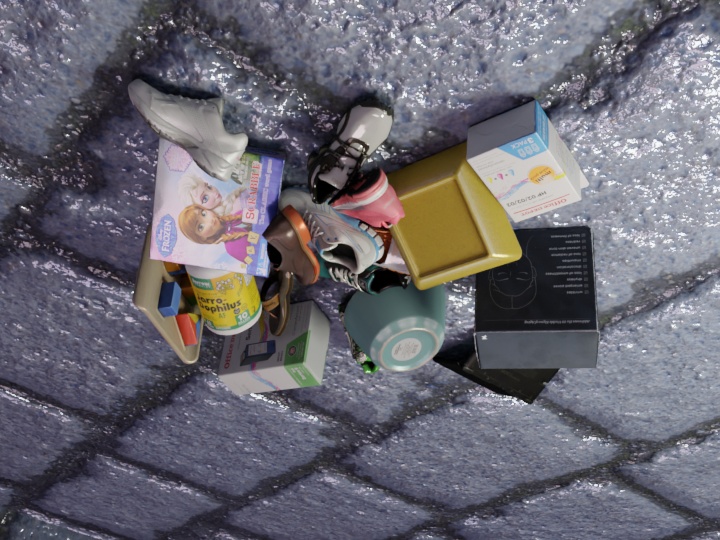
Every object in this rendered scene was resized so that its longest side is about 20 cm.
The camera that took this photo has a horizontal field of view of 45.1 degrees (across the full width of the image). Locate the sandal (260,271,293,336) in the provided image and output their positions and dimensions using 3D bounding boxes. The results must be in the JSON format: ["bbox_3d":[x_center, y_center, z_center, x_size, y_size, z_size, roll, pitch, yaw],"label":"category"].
[{"bbox_3d":[-0.159,0.042,1.610,0.053,0.083,0.202,-1,143,-14],"label":"sandal"}]

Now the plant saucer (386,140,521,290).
[{"bbox_3d":[0.124,-0.072,1.353,0.197,0.048,0.203,-18,105,32],"label":"plant saucer"}]

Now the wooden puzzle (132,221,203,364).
[{"bbox_3d":[-0.325,0.039,1.552,0.045,0.188,0.201,-11,141,16],"label":"wooden puzzle"}]

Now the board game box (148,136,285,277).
[{"bbox_3d":[-0.228,-0.102,1.376,0.195,0.041,0.204,8,111,-5],"label":"board game box"}]

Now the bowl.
[{"bbox_3d":[0.077,0.107,1.586,0.197,0.106,0.203,-10,134,-10],"label":"bowl"}]

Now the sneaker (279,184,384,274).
[{"bbox_3d":[-0.059,-0.065,1.405,0.198,0.087,0.076,32,131,9],"label":"sneaker"}]

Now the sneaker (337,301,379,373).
[{"bbox_3d":[0.009,0.129,1.699,0.076,0.086,0.201,-7,141,20],"label":"sneaker"}]

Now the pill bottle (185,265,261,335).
[{"bbox_3d":[-0.248,0.006,1.540,0.110,0.114,0.203,-1,129,12],"label":"pill bottle"}]

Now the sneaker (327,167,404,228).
[{"bbox_3d":[0.010,-0.096,1.326,0.087,0.074,0.200,48,171,-12],"label":"sneaker"}]

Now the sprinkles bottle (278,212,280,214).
[{"bbox_3d":[-0.206,-0.090,1.446,0.197,0.069,0.068,22,142,-14],"label":"sprinkles bottle"}]

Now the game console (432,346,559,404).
[{"bbox_3d":[0.281,0.185,1.783,0.198,0.117,0.177,27,110,-26],"label":"game console"}]

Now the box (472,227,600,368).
[{"bbox_3d":[0.291,0.047,1.440,0.196,0.200,0.125,-1,144,13],"label":"box"}]

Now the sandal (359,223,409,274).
[{"bbox_3d":[0.042,-0.041,1.456,0.202,0.081,0.059,7,173,3],"label":"sandal"}]

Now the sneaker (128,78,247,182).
[{"bbox_3d":[-0.250,-0.226,1.284,0.199,0.100,0.078,39,174,-7],"label":"sneaker"}]

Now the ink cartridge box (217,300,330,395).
[{"bbox_3d":[-0.170,0.155,1.714,0.196,0.148,0.088,-11,141,24],"label":"ink cartridge box"}]

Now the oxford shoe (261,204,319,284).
[{"bbox_3d":[-0.116,-0.028,1.390,0.072,0.071,0.201,-36,151,-13],"label":"oxford shoe"}]

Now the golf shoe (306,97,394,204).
[{"bbox_3d":[-0.015,-0.170,1.291,0.077,0.096,0.200,24,140,-20],"label":"golf shoe"}]

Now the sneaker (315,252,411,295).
[{"bbox_3d":[0.000,0.000,1.525,0.196,0.081,0.072,-4,141,22],"label":"sneaker"}]

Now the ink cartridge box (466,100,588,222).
[{"bbox_3d":[0.255,-0.146,1.294,0.114,0.069,0.200,-18,137,31],"label":"ink cartridge box"}]
